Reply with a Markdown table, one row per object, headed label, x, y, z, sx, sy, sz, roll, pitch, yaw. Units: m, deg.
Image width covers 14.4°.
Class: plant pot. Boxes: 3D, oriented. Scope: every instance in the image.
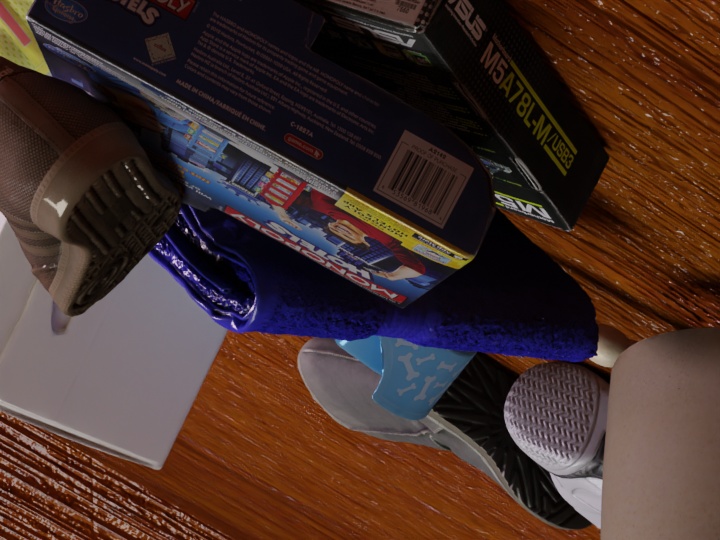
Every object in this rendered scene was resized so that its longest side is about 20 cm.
| label | x | y | z | sx | sy | sz | roll | pitch | yaw |
| --- | --- | --- | --- | --- | --- | --- | --- | --- | --- |
| plant pot | 0.191 | 0.159 | 1.372 | 0.187 | 0.200 | 0.187 | 13 | 156 | 6 |

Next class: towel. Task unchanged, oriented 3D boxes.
| label | x | y | z | sx | sy | sz | roll | pitch | yaw |
| --- | --- | --- | --- | --- | --- | --- | --- | --- | --- |
| towel | 0.000 | 0.000 | 1.346 | 0.200 | 0.050 | 0.148 | 6 | -155 | -32 |

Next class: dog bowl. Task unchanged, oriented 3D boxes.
| label | x | y | z | sx | sy | sz | roll | pitch | yaw |
| --- | --- | --- | --- | --- | --- | --- | --- | --- | --- |
| dog bowl | -0.010 | 0.001 | 1.525 | 0.200 | 0.050 | 0.112 | 36 | -154 | -35 |

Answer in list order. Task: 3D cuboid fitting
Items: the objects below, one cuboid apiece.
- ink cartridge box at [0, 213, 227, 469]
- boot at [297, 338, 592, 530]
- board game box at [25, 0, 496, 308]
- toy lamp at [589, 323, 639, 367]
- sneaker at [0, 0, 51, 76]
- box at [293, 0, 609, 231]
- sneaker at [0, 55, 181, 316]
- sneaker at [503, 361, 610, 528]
| label | x | y | z | sx | sy | sz | roll | pitch | yaw |
| --- | --- | --- | --- | --- | --- | --- | --- | --- | --- |
| ink cartridge box | -0.167 | 0.000 | 1.607 | 0.144 | 0.147 | 0.200 | 23 | -175 | -22 |
| boot | 0.057 | 0.104 | 1.876 | 0.182 | 0.073 | 0.200 | 45 | 158 | -11 |
| board game box | -0.047 | -0.062 | 1.199 | 0.200 | 0.062 | 0.200 | 29 | 169 | -6 |
| toy lamp | 0.083 | 0.017 | 1.477 | 0.200 | 0.058 | 0.058 | 30 | 168 | -4 |
| sneaker | -0.193 | -0.141 | 1.315 | 0.200 | 0.090 | 0.078 | 33 | 175 | 39 |
| box | -0.012 | -0.100 | 1.222 | 0.200 | 0.048 | 0.193 | 20 | 168 | 31 |
| sneaker | -0.125 | -0.041 | 1.199 | 0.076 | 0.070 | 0.200 | 46 | 167 | 8 |
| sneaker | 0.183 | 0.127 | 1.687 | 0.200 | 0.075 | 0.115 | 28 | 170 | 24 |
